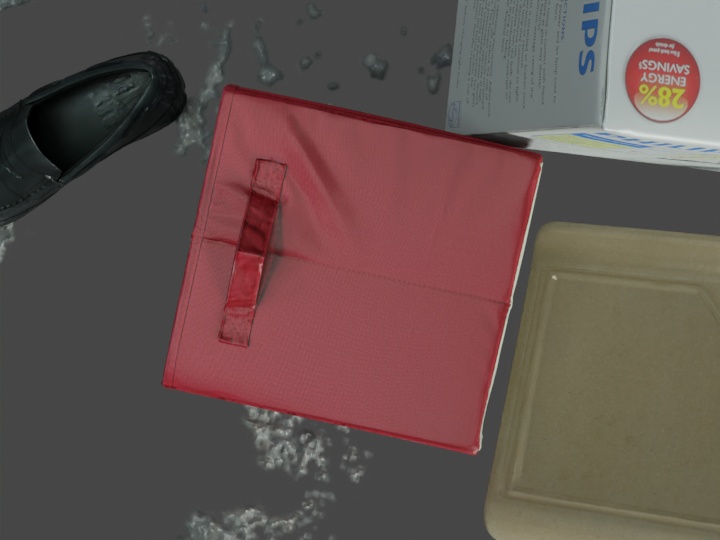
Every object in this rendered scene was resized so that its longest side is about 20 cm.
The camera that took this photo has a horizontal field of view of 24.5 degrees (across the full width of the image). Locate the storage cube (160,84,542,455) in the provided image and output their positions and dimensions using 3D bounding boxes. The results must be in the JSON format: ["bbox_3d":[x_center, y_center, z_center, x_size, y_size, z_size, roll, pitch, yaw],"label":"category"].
[{"bbox_3d":[0.000,0.000,0.971,0.179,0.200,0.172,12,91,3],"label":"storage cube"}]

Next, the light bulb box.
[{"bbox_3d":[0.176,-0.123,0.908,0.197,0.200,0.125,5,91,-20],"label":"light bulb box"}]

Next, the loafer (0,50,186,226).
[{"bbox_3d":[-0.206,-0.083,1.064,0.200,0.070,0.068,-28,85,8],"label":"loafer"}]

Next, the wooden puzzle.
[{"bbox_3d":[0.178,0.078,0.993,0.184,0.037,0.201,6,79,24],"label":"wooden puzzle"}]
